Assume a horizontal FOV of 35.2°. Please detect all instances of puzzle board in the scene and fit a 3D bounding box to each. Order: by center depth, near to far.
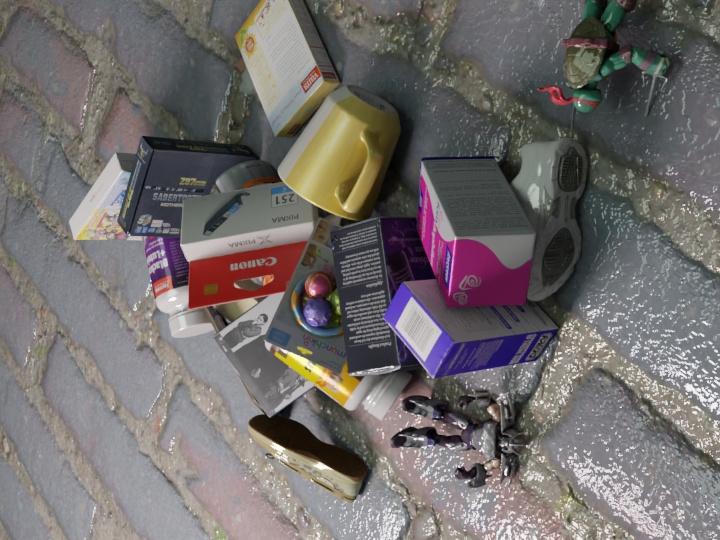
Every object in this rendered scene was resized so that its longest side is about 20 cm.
[{"bbox_3d":[-0.185,0.150,1.811,0.017,0.151,0.201,-31,63,-2],"label":"puzzle board"}]

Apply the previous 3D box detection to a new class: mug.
[{"bbox_3d":[-0.006,-0.164,1.591,0.186,0.149,0.154,42,112,32],"label":"mug"}]

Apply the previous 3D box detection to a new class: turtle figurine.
[{"bbox_3d":[0.281,-0.252,1.302,0.149,0.100,0.202,16,98,46],"label":"turtle figurine"}]

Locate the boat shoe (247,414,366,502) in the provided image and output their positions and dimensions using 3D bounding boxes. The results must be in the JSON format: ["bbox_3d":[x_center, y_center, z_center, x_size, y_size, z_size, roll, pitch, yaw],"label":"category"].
[{"bbox_3d":[-0.087,0.283,1.709,0.199,0.073,0.063,27,120,19],"label":"boat shoe"}]

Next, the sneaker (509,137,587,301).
[{"bbox_3d":[0.219,-0.065,1.401,0.099,0.077,0.202,15,95,54],"label":"sneaker"}]

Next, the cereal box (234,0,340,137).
[{"bbox_3d":[-0.117,-0.329,1.766,0.144,0.039,0.201,-41,64,41],"label":"cereal box"}]

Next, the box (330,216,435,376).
[{"bbox_3d":[0.055,0.033,1.521,0.104,0.147,0.202,-14,83,46],"label":"box"}]

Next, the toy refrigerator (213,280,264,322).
[{"bbox_3d":[-0.143,0.076,1.791,0.200,0.076,0.071,35,117,40],"label":"toy refrigerator"}]

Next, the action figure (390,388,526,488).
[{"bbox_3d":[0.137,0.218,1.502,0.199,0.069,0.131,5,87,43],"label":"action figure"}]

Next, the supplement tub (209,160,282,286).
[{"bbox_3d":[-0.143,-0.062,1.748,0.123,0.122,0.201,-53,56,34],"label":"supplement tub"}]

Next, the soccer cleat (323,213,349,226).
[{"bbox_3d":[0.000,0.000,1.640,0.085,0.069,0.201,-38,70,10],"label":"soccer cleat"}]

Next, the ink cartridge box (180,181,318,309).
[{"bbox_3d":[-0.158,-0.042,1.629,0.045,0.198,0.177,73,-171,-50],"label":"ink cartridge box"}]

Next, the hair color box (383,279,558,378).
[{"bbox_3d":[0.137,0.064,1.393,0.109,0.199,0.065,50,127,33],"label":"hair color box"}]

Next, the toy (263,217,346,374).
[{"bbox_3d":[-0.040,0.026,1.551,0.047,0.114,0.201,115,178,-64],"label":"toy"}]

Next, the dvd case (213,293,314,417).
[{"bbox_3d":[-0.099,0.102,1.680,0.199,0.025,0.151,-35,91,13],"label":"dvd case"}]

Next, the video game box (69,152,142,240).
[{"bbox_3d":[-0.380,-0.123,1.959,0.200,0.181,0.047,-45,61,38],"label":"video game box"}]

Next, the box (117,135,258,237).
[{"bbox_3d":[-0.278,-0.131,1.834,0.051,0.199,0.159,44,122,41],"label":"box"}]

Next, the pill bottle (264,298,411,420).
[{"bbox_3d":[-0.029,0.121,1.601,0.199,0.109,0.110,36,122,4],"label":"pill bottle"}]

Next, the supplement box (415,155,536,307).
[{"bbox_3d":[0.136,-0.051,1.387,0.200,0.102,0.102,-109,19,-57],"label":"supplement box"}]

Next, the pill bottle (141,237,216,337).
[{"bbox_3d":[-0.302,0.007,1.932,0.111,0.111,0.202,-28,72,44],"label":"pill bottle"}]
